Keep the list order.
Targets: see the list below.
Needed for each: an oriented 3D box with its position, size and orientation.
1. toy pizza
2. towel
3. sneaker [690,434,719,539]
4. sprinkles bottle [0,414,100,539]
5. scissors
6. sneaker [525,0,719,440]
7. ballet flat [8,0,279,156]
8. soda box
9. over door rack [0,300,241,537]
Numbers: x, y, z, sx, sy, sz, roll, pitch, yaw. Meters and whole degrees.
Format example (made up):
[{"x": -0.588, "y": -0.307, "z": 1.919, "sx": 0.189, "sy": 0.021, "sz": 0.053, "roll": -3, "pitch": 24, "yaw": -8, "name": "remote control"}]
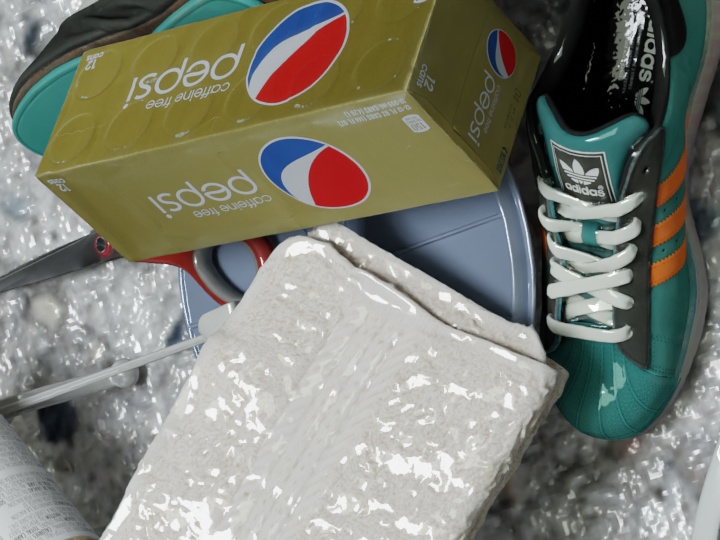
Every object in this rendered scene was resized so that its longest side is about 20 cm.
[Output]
[{"x": 0.000, "y": 0.000, "z": 1.178, "sx": 0.199, "sy": 0.032, "sz": 0.202, "roll": 7, "pitch": 100, "yaw": 42, "name": "toy pizza"}, {"x": -0.019, "y": 0.089, "z": 1.102, "sx": 0.132, "sy": 0.034, "sz": 0.201, "roll": 28, "pitch": 88, "yaw": 22, "name": "towel"}, {"x": 0.193, "y": 0.039, "z": 1.054, "sx": 0.099, "sy": 0.071, "sz": 0.201, "roll": 20, "pitch": 110, "yaw": 27, "name": "sneaker"}, {"x": -0.148, "y": 0.115, "z": 1.191, "sx": 0.200, "sy": 0.068, "sz": 0.068, "roll": 48, "pitch": 116, "yaw": 25, "name": "sprinkles bottle"}, {"x": -0.102, "y": -0.021, "z": 1.242, "sx": 0.199, "sy": 0.014, "sz": 0.074, "roll": 3, "pitch": 99, "yaw": 44, "name": "scissors"}, {"x": 0.093, "y": -0.031, "z": 1.099, "sx": 0.071, "sy": 0.080, "sz": 0.202, "roll": 8, "pitch": 98, "yaw": 29, "name": "sneaker"}, {"x": -0.080, "y": -0.105, "z": 1.206, "sx": 0.200, "sy": 0.068, "sz": 0.069, "roll": -23, "pitch": 46, "yaw": 49, "name": "ballet flat"}, {"x": -0.032, "y": -0.060, "z": 1.112, "sx": 0.199, "sy": 0.064, "sz": 0.068, "roll": -11, "pitch": 49, "yaw": 40, "name": "soda box"}, {"x": -0.084, "y": 0.107, "z": 1.223, "sx": 0.199, "sy": 0.066, "sz": 0.149, "roll": -21, "pitch": 84, "yaw": 41, "name": "over door rack"}]
